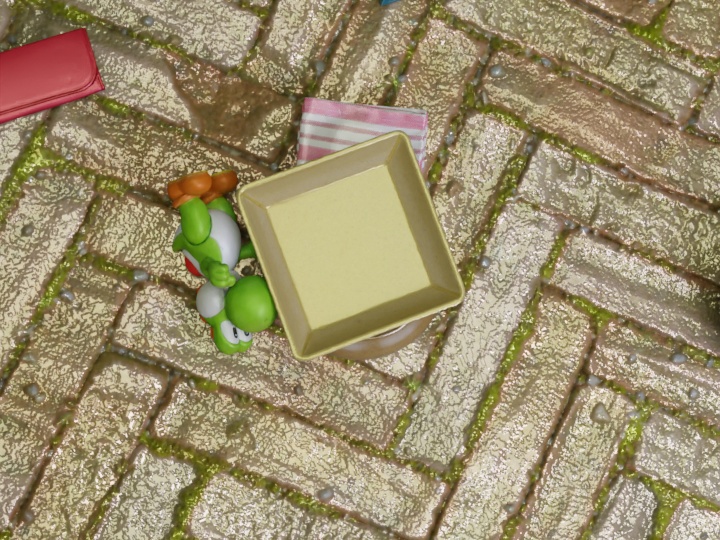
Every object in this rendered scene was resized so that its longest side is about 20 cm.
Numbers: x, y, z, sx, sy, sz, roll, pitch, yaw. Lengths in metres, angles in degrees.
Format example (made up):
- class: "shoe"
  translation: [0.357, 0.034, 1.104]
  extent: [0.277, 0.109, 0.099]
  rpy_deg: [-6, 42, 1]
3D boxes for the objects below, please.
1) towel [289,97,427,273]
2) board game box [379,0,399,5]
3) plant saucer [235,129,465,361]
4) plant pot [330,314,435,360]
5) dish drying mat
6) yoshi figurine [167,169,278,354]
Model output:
- class: "towel"
  translation: [-0.002, -0.088, 1.636]
  extent: [0.146, 0.030, 0.201]
  rpy_deg: [6, 83, -4]
- class: "board game box"
  translation: [0.070, -0.424, 1.700]
  extent: [0.150, 0.047, 0.201]
  rpy_deg: [-16, 86, -8]
- class: "plant saucer"
  translation: [-0.012, -0.026, 1.595]
  extent: [0.199, 0.048, 0.201]
  rpy_deg: [-20, 89, -6]
- class: "plant pot"
  translation: [0.000, 0.000, 1.654]
  extent: [0.199, 0.027, 0.201]
  rpy_deg: [1, 84, -7]
- class: "dish drying mat"
  translation: [-0.391, -0.207, 1.640]
  extent: [0.199, 0.018, 0.077]
  rpy_deg: [-19, 85, -8]
- class: "yoshi figurine"
  translation: [-0.139, -0.012, 1.602]
  extent: [0.112, 0.112, 0.201]
  rpy_deg: [-13, 88, -14]
